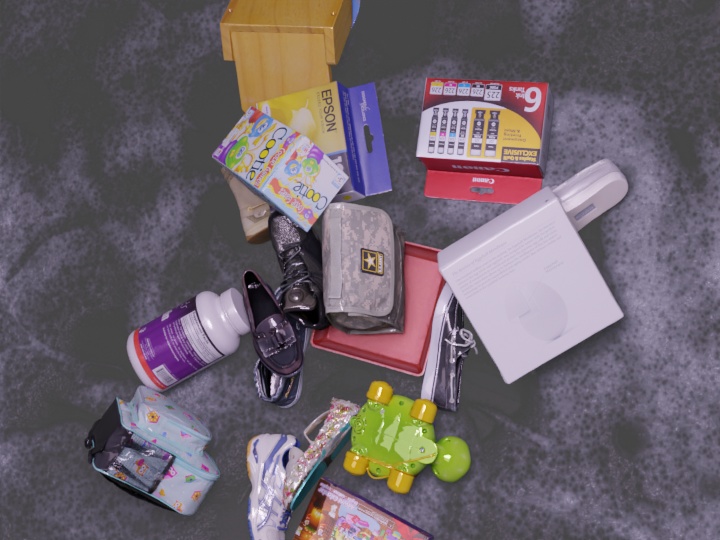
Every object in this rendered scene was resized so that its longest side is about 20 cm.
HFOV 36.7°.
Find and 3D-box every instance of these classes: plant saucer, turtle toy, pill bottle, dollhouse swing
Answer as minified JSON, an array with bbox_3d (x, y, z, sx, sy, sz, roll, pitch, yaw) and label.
[{"bbox_3d":[0.038,0.050,1.737,0.197,0.037,0.203,14,84,20],"label":"plant saucer"},{"bbox_3d":[0.073,0.263,1.649,0.197,0.101,0.148,19,86,19],"label":"turtle toy"},{"bbox_3d":[-0.277,0.109,1.781,0.198,0.112,0.114,-29,72,9],"label":"pill bottle"},{"bbox_3d":[-0.114,-0.375,1.844,0.197,0.177,0.184,4,50,15],"label":"dollhouse swing"}]

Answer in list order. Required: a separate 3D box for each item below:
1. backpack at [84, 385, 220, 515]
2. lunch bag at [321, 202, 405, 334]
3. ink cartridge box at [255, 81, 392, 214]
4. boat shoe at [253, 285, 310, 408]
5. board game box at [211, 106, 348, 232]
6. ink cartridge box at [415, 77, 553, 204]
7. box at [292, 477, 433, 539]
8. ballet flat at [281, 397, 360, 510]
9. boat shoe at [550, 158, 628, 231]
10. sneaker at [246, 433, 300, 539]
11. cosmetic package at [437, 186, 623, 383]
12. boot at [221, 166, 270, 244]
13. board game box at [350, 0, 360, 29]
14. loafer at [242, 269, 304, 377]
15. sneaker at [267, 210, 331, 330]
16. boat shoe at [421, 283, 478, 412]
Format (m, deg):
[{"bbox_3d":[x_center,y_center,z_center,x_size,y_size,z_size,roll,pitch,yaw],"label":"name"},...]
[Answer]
[{"bbox_3d":[-0.314,0.288,1.715,0.200,0.176,0.154,43,83,-19],"label":"backpack"},{"bbox_3d":[0.000,0.000,1.634,0.116,0.200,0.167,-3,77,17],"label":"lunch bag"},{"bbox_3d":[-0.062,-0.200,1.745,0.197,0.047,0.201,-15,69,14],"label":"ink cartridge box"},{"bbox_3d":[-0.126,0.117,1.745,0.070,0.091,0.204,-3,78,16],"label":"boat shoe"},{"bbox_3d":[-0.123,-0.155,1.625,0.103,0.105,0.200,-51,35,-2],"label":"board game box"},{"bbox_3d":[0.195,-0.203,1.713,0.197,0.084,0.179,5,81,17],"label":"ink cartridge box"},{"bbox_3d":[-0.003,0.427,1.673,0.198,0.039,0.139,24,88,20],"label":"box"},{"bbox_3d":[-0.071,0.281,1.686,0.063,0.076,0.200,31,63,19],"label":"ballet flat"},{"bbox_3d":[0.313,-0.103,1.670,0.199,0.072,0.069,-37,44,18],"label":"boat shoe"},{"bbox_3d":[-0.128,0.357,1.707,0.087,0.075,0.204,-8,78,14],"label":"sneaker"},{"bbox_3d":[0.245,0.018,1.597,0.198,0.123,0.202,-30,101,9],"label":"cosmetic package"},{"bbox_3d":[-0.128,-0.155,1.812,0.198,0.073,0.157,-29,71,13],"label":"boot"},{"bbox_3d":[-0.090,-0.463,1.875,0.197,0.039,0.161,1,91,16],"label":"board game box"},{"bbox_3d":[-0.147,0.080,1.698,0.071,0.063,0.201,-25,49,-4],"label":"loafer"},{"bbox_3d":[-0.095,0.000,1.681,0.075,0.114,0.202,-19,93,13],"label":"sneaker"},{"bbox_3d":[0.144,0.116,1.670,0.067,0.073,0.203,9,82,22],"label":"boat shoe"}]
